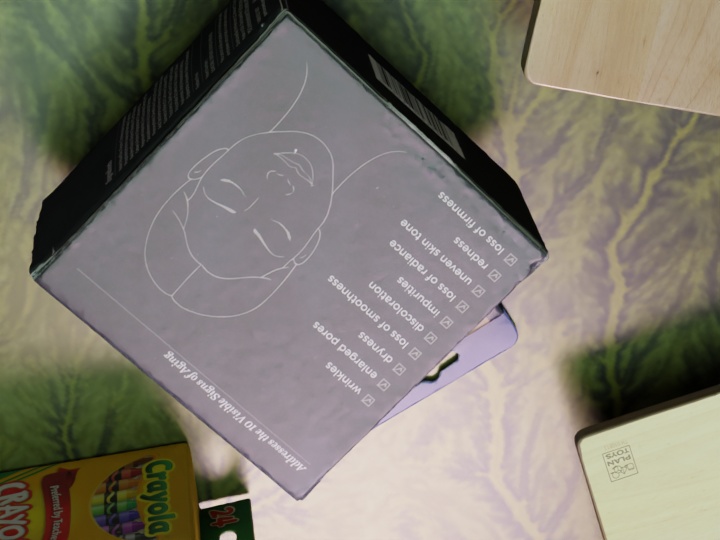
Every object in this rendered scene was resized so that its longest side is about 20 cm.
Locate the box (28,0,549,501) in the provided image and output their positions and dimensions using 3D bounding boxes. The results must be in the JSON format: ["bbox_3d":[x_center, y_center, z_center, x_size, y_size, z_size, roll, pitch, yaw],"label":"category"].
[{"bbox_3d":[-0.040,-0.022,1.235,0.200,0.124,0.197,42,102,-18],"label":"box"}]

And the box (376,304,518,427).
[{"bbox_3d":[0.000,0.000,1.334,0.121,0.032,0.201,-31,114,8],"label":"box"}]

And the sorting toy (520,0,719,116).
[{"bbox_3d":[0.200,-0.192,1.249,0.197,0.070,0.202,9,113,-10],"label":"sorting toy"}]

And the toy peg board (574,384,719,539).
[{"bbox_3d":[0.248,0.156,1.410,0.198,0.098,0.201,-18,99,1],"label":"toy peg board"}]

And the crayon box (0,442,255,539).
[{"bbox_3d":[-0.161,0.161,1.336,0.198,0.127,0.051,-9,115,-3],"label":"crayon box"}]
